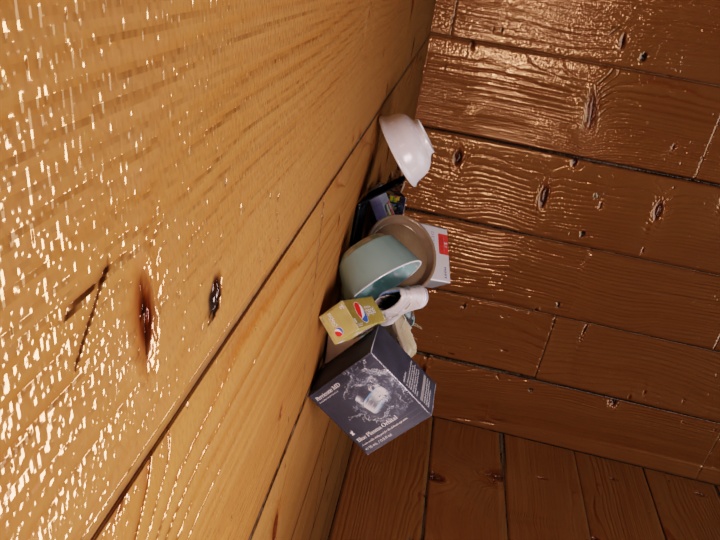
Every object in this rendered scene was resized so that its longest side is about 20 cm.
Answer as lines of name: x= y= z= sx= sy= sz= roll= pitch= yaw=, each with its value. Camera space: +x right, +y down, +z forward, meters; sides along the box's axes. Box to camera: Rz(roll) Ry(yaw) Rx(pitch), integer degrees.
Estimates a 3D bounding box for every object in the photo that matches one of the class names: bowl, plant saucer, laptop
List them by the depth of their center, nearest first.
bowl: x=0.030 y=-0.010 z=1.344 sx=0.106 sy=0.199 sz=0.201 roll=60 pitch=-4 yaw=12
plant saucer: x=0.099 y=-0.040 z=1.483 sx=0.029 sy=0.197 sz=0.203 roll=-30 pitch=-136 yaw=64
laptop: x=0.047 y=-0.146 z=1.515 sx=0.177 sy=0.101 sz=0.203 roll=-60 pitch=162 yaw=-72
bowl: x=0.132 y=-0.328 z=1.536 sx=0.202 sy=0.089 sz=0.202 roll=56 pitch=17 yaw=-27

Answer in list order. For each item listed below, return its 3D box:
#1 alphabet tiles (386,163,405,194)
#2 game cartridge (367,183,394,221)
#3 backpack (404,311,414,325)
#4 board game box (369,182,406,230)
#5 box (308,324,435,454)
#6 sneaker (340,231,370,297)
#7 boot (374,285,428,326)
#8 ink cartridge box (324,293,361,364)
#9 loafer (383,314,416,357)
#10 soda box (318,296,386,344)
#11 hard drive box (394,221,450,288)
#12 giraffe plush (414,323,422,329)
alphabet tiles: x=0.102 y=-0.235 z=1.888 sx=0.201 sy=0.007 sz=0.169 roll=112 pitch=-23 yaw=-47
game cartridge: x=0.076 y=-0.140 z=1.673 sx=0.133 sy=0.040 sz=0.203 roll=-56 pitch=125 yaw=-68
backpack: x=0.051 y=0.060 z=1.647 sx=0.153 sy=0.173 sz=0.204 roll=28 pitch=58 yaw=-53
board game box: x=0.079 y=-0.152 z=1.831 sx=0.166 sy=0.056 sz=0.203 roll=-115 pitch=-147 yaw=-66
box: x=0.028 y=0.264 z=1.305 sx=0.196 sy=0.200 sz=0.118 roll=-38 pitch=-167 yaw=25
sneaker: x=0.000 y=-0.001 z=1.513 sx=0.202 sy=0.070 sz=0.093 roll=-66 pitch=-171 yaw=-28
boot: x=0.063 y=0.080 z=1.403 sx=0.199 sy=0.094 sz=0.075 roll=-33 pitch=-119 yaw=45
ink cartridge box: x=-0.027 y=0.150 z=1.475 sx=0.201 sy=0.083 sz=0.147 roll=-73 pitch=172 yaw=-60
loafer: x=0.087 y=0.139 z=1.495 sx=0.075 sy=0.068 sz=0.203 roll=-34 pitch=-119 yaw=38
soda box: x=-0.012 y=0.103 z=1.268 sx=0.064 sy=0.068 sz=0.200 roll=-35 pitch=169 yaw=15
hard drive box: x=0.144 y=-0.046 z=1.591 sx=0.076 sy=0.198 sz=0.159 roll=-18 pitch=-110 yaw=49
giraffe plush: x=0.071 y=0.206 z=1.849 sx=0.163 sy=0.198 sz=0.173 roll=-52 pitch=132 yaw=-19
